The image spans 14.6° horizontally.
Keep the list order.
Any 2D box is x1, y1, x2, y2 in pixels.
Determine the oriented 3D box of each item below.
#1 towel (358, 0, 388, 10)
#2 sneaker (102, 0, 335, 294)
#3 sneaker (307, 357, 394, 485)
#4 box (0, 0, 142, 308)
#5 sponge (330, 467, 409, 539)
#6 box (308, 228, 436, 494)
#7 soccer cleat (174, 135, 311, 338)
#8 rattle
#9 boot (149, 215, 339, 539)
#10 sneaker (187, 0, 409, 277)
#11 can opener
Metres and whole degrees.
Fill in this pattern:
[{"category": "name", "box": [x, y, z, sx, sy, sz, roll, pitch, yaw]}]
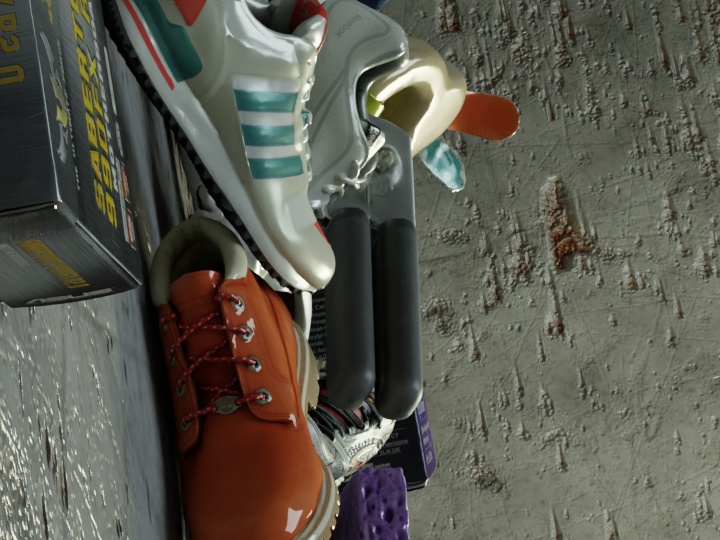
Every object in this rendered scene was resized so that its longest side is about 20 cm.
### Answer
[{"category": "towel", "box": [-0.048, -0.223, 1.577, 0.200, 0.049, 0.112, 41, -20, -8]}, {"category": "sneaker", "box": [-0.043, -0.078, 1.335, 0.200, 0.093, 0.070, 58, -4, -32]}, {"category": "sneaker", "box": [-0.028, 0.078, 1.489, 0.078, 0.082, 0.200, 46, 2, 4]}, {"category": "box", "box": [-0.117, -0.099, 0.885, 0.158, 0.048, 0.201, 68, 12, -80]}, {"category": "sponge", "box": [-0.003, 0.179, 1.513, 0.200, 0.030, 0.112, 118, -28, -73]}, {"category": "box", "box": [-0.020, 0.042, 1.774, 0.148, 0.104, 0.201, -14, 95, -87]}, {"category": "soccer cleat", "box": [-0.058, -0.033, 1.547, 0.086, 0.069, 0.201, -130, -150, -72]}, {"category": "rattle", "box": [-0.009, -0.109, 1.675, 0.200, 0.142, 0.131, -25, 133, -53]}, {"category": "boot", "box": [-0.063, 0.060, 1.305, 0.200, 0.075, 0.108, -100, 169, -55]}, {"category": "sneaker", "box": [-0.036, -0.052, 1.459, 0.075, 0.081, 0.201, 84, 27, -83]}, {"category": "can opener", "box": [0.000, 0.000, 1.493, 0.067, 0.053, 0.201, 121, -25, -47]}]
